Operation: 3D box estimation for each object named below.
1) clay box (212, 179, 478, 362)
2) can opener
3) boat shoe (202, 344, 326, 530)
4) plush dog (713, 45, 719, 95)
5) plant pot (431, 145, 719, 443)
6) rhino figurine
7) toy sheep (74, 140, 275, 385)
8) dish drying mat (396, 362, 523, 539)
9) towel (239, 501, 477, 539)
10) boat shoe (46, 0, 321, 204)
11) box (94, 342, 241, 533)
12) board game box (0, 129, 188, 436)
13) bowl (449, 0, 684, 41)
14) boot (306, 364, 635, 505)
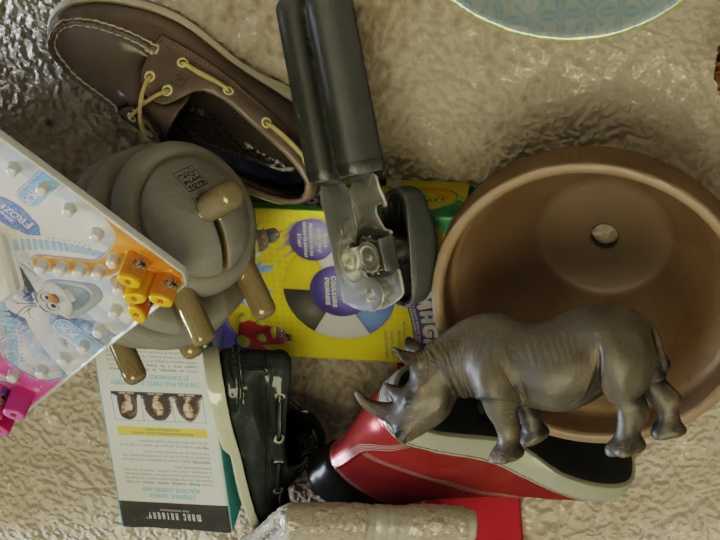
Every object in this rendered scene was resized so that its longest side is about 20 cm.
[{"bbox_3d":[0.000,0.000,1.457,0.198,0.048,0.116,3,123,11],"label":"clay box"},{"bbox_3d":[0.000,-0.074,1.382,0.053,0.067,0.202,-8,94,45],"label":"can opener"},{"bbox_3d":[-0.057,0.111,1.509,0.066,0.075,0.200,-12,139,1],"label":"boat shoe"},{"bbox_3d":[0.293,-0.087,1.300,0.171,0.161,0.200,-15,120,50],"label":"plush dog"},{"bbox_3d":[0.147,0.000,1.401,0.199,0.093,0.202,5,122,8],"label":"plant pot"},{"bbox_3d":[0.093,0.067,1.362,0.199,0.060,0.088,-5,102,16],"label":"rhino figurine"},{"bbox_3d":[-0.122,-0.012,1.369,0.138,0.138,0.200,43,140,-16],"label":"toy sheep"},{"bbox_3d":[0.071,0.141,1.551,0.076,0.018,0.201,-2,120,9],"label":"dish drying mat"},{"bbox_3d":[-0.010,0.185,1.505,0.132,0.035,0.200,2,164,-13],"label":"towel"},{"bbox_3d":[-0.108,-0.105,1.405,0.199,0.060,0.072,29,123,-7],"label":"boat shoe"},{"bbox_3d":[-0.131,0.084,1.536,0.082,0.049,0.201,2,122,11],"label":"box"},{"bbox_3d":[-0.232,-0.002,1.307,0.200,0.026,0.200,37,133,-19],"label":"board game box"},{"bbox_3d":[0.117,-0.239,1.245,0.199,0.108,0.201,6,123,9],"label":"bowl"},{"bbox_3d":[0.071,0.131,1.503,0.199,0.073,0.144,15,142,-25],"label":"boot"}]
